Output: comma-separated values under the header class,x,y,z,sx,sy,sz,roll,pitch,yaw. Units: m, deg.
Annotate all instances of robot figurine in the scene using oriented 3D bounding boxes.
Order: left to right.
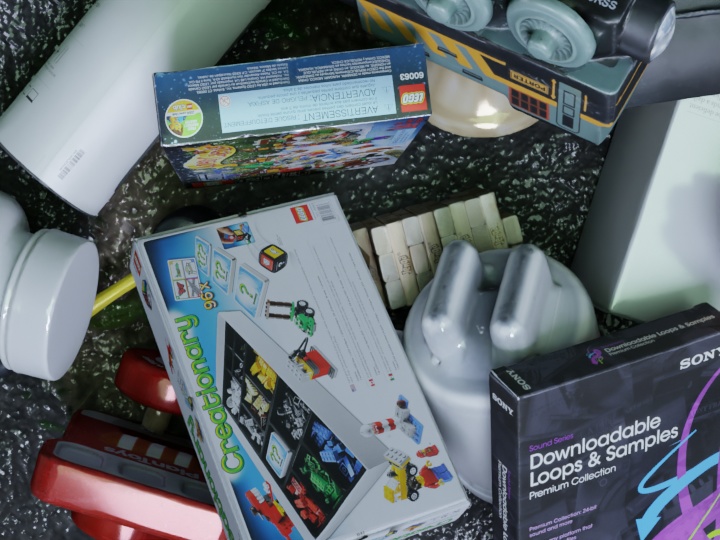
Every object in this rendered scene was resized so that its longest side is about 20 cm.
class,x,y,z,sx,sy,sz,roll,pitch,yaw
robot figurine,0.093,0.067,0.820,0.168,0.201,0.114,8,55,24

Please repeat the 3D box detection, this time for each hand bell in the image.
class,x,y,z,sx,sy,sz,roll,pitch,yaw
hand bell,0.068,-0.174,0.757,0.103,0.201,0.105,-2,59,3

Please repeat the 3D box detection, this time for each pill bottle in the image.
class,x,y,z,sx,sy,sz,roll,pitch,yaw
pill bottle,-0.256,-0.002,0.788,0.198,0.112,0.114,15,96,4

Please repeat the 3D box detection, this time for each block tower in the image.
class,x,y,z,sx,sy,sz,roll,pitch,yaw
block tower,0.000,0.000,0.857,0.198,0.058,0.055,-17,98,-5

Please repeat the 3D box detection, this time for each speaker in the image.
class,x,y,z,sx,sy,sz,roll,pitch,yaw
speaker,-0.125,-0.134,0.815,0.081,0.081,0.201,39,91,-8

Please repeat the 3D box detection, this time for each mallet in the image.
class,x,y,z,sx,sy,sz,roll,pitch,yaw
mallet,-0.168,0.025,0.839,0.199,0.066,0.041,-33,95,0

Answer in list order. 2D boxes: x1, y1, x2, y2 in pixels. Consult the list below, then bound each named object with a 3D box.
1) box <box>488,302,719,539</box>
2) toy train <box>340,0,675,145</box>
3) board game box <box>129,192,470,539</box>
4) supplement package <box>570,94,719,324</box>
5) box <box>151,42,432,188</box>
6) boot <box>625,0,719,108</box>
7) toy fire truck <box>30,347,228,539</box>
class,x,y,z,sx,sy,sz,roll,pitch,yaw
box,0.140,0.128,0.771,0.141,0.036,0.202,-16,118,-21
toy train,0.060,-0.138,0.683,0.198,0.114,0.086,26,70,17
board game box,-0.036,0.060,0.756,0.125,0.035,0.202,-14,65,-22
supplement package,0.217,-0.059,0.837,0.116,0.117,0.202,18,94,-8
box,-0.039,-0.081,0.769,0.135,0.200,0.038,-8,88,-4
boot,0.229,-0.104,0.740,0.197,0.066,0.167,-4,97,-6
toy fire truck,-0.087,0.131,0.807,0.198,0.168,0.113,20,95,-7
